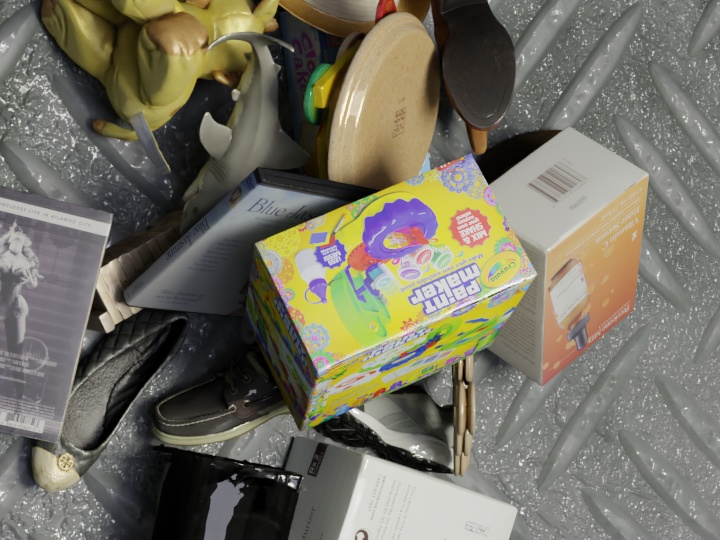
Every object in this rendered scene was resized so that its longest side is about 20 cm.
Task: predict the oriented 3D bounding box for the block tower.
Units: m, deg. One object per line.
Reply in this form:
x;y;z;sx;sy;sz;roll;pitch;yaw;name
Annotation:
-0.170;-0.018;1.397;0.200;0.054;0.058;-34;110;-28;block tower

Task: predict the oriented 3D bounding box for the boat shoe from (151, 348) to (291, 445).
-0.096;0.102;1.417;0.200;0.072;0.066;-14;126;-14;boat shoe

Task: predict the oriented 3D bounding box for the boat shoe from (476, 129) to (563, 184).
0.157;-0.088;1.609;0.200;0.074;0.067;-27;123;-30;boat shoe

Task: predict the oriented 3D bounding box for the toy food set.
0.015;-0.137;1.370;0.200;0.049;0.198;-49;147;-43;toy food set

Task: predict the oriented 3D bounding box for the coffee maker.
-0.133;0.263;1.357;0.134;0.192;0.200;11;84;-7;coffee maker

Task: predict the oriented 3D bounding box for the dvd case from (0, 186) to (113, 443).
-0.303;0.031;1.303;0.148;0.016;0.200;14;86;-11;dvd case

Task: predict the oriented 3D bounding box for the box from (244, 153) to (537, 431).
0.019;0.023;1.321;0.200;0.193;0.122;-23;75;-15;box

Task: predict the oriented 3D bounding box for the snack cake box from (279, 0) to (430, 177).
-0.003;-0.157;1.493;0.115;0.067;0.200;-13;100;-32;snack cake box

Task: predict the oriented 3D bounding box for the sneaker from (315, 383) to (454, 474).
0.022;0.140;1.532;0.200;0.074;0.079;27;69;-38;sneaker

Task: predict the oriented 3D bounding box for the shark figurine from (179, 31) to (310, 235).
-0.081;-0.128;1.336;0.128;0.089;0.215;-45;161;-51;shark figurine

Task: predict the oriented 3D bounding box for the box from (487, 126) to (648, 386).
0.195;-0.013;1.559;0.152;0.106;0.200;-37;144;-27;box

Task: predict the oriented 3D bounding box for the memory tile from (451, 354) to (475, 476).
0.099;0.086;1.503;0.017;0.153;0.200;0;59;2;memory tile

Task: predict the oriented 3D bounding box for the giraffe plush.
-0.152;-0.207;1.346;0.162;0.172;0.200;-36;118;-37;giraffe plush

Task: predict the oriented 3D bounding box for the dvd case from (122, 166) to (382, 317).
-0.090;-0.019;1.321;0.143;0.200;0.018;8;53;-43;dvd case

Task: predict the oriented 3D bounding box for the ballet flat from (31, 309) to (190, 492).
-0.223;0.107;1.366;0.066;0.057;0.200;42;70;-27;ballet flat

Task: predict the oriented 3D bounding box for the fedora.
-0.012;-0.303;1.422;0.200;0.082;0.201;14;55;-20;fedora

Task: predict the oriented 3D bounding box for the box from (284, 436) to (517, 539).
0.017;0.286;1.494;0.200;0.131;0.199;22;81;-32;box

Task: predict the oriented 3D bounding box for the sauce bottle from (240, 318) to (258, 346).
-0.021;0.065;1.496;0.200;0.066;0.066;8;89;-33;sauce bottle

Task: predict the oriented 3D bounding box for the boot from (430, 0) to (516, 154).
0.101;-0.168;1.467;0.068;0.200;0.189;-16;62;-5;boot
